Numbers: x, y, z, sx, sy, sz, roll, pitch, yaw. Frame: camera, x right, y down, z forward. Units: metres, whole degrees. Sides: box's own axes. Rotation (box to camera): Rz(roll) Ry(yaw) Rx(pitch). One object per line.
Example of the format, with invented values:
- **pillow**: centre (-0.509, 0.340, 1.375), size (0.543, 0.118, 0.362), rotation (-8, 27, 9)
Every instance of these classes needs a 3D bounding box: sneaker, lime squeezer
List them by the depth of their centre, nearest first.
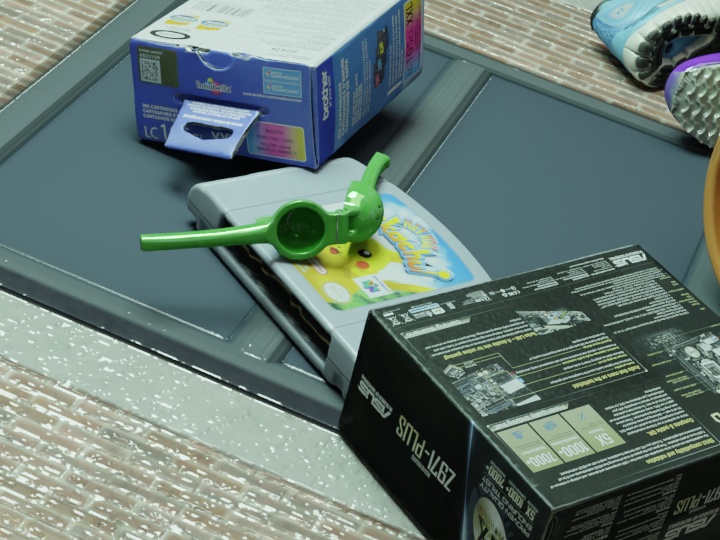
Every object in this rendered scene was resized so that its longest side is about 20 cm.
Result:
- **lime squeezer**: centre (-0.032, -0.037, 1.087), size (0.200, 0.038, 0.071), rotation (-23, 49, -41)
- **sneaker**: centre (0.299, -0.140, 1.400), size (0.199, 0.070, 0.100), rotation (-1, 30, -28)
- **sneaker**: centre (0.264, -0.210, 1.471), size (0.199, 0.079, 0.090), rotation (-16, 42, -38)

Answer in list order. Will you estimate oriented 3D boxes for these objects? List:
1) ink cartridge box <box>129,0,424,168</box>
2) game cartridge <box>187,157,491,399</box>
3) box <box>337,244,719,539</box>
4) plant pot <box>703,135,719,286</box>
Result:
- **ink cartridge box**: centre (-0.059, -0.134, 1.214), size (0.136, 0.077, 0.200), rotation (11, 29, 23)
- **game cartridge**: centre (0.000, 0.000, 1.111), size (0.133, 0.041, 0.200), rotation (-10, 42, -37)
- **box**: centre (0.117, 0.081, 0.995), size (0.199, 0.086, 0.164), rotation (-13, 43, -34)
- **plant pot**: centre (0.339, -0.039, 1.173), size (0.140, 0.201, 0.200), rotation (-2, 35, -49)
